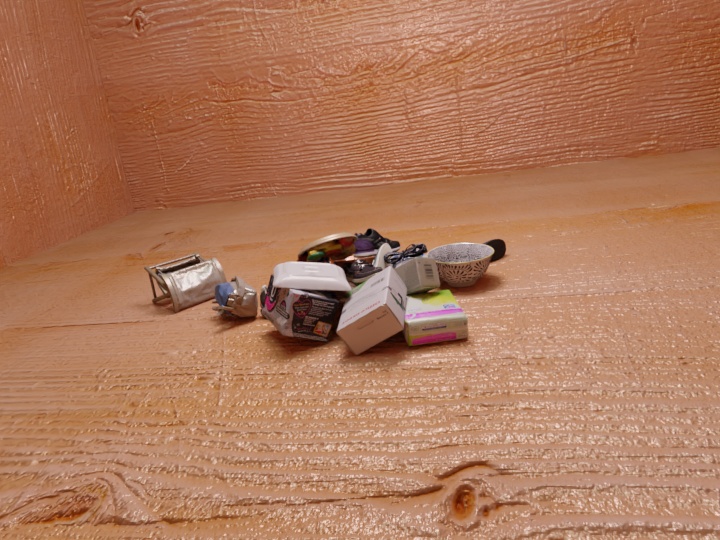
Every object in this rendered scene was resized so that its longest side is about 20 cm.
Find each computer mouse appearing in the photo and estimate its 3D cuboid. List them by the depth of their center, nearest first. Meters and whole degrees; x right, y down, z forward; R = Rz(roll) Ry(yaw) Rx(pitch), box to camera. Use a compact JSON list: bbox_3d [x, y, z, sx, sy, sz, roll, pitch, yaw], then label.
[{"bbox_3d":[0.151,0.011,1.728,0.136,0.053,0.202,-16,43,4],"label":"computer mouse"}]

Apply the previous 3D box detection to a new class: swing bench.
[{"bbox_3d":[-0.583,0.033,1.954,0.197,0.132,0.198,-22,22,-39],"label":"swing bench"}]

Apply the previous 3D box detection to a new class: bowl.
[{"bbox_3d":[0.296,-0.009,1.724,0.197,0.096,0.201,-6,17,2],"label":"bowl"}]

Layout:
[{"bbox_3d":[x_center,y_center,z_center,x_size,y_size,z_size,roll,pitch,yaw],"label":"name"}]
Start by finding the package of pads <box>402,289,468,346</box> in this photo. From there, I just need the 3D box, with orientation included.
[{"bbox_3d":[0.169,0.115,1.439,0.152,0.069,0.200,-7,16,-2],"label":"package of pads"}]

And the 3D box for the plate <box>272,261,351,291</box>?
[{"bbox_3d":[-0.129,0.010,1.521,0.196,0.033,0.200,4,13,-9],"label":"plate"}]

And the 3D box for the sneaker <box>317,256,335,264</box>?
[{"bbox_3d":[-0.136,0.045,1.733,0.199,0.078,0.076,-36,34,27],"label":"sneaker"}]

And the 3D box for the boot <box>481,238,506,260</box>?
[{"bbox_3d":[0.373,-0.064,1.922,0.198,0.071,0.131,-13,12,-29],"label":"boot"}]

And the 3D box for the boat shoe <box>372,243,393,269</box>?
[{"bbox_3d":[0.051,-0.006,1.799,0.061,0.073,0.202,-17,38,33],"label":"boat shoe"}]

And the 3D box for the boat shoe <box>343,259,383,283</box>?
[{"bbox_3d":[0.000,0.000,1.708,0.071,0.066,0.199,-16,5,-27],"label":"boat shoe"}]

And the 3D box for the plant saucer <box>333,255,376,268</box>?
[{"bbox_3d":[-0.029,-0.027,1.927,0.197,0.033,0.200,-7,5,1],"label":"plant saucer"}]

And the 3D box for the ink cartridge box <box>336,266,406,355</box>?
[{"bbox_3d":[0.032,0.095,1.417,0.145,0.085,0.201,-32,19,20],"label":"ink cartridge box"}]

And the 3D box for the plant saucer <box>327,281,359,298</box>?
[{"bbox_3d":[-0.037,0.052,1.623,0.198,0.037,0.200,22,1,0],"label":"plant saucer"}]

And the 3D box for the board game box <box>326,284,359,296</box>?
[{"bbox_3d":[-0.119,0.040,1.871,0.134,0.035,0.198,-22,22,-38],"label":"board game box"}]

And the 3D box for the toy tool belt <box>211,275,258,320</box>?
[{"bbox_3d":[-0.390,0.081,1.725,0.121,0.127,0.199,-8,14,-31],"label":"toy tool belt"}]

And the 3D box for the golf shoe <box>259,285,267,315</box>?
[{"bbox_3d":[-0.201,0.087,1.673,0.197,0.090,0.077,-2,16,14],"label":"golf shoe"}]

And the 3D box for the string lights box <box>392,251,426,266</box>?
[{"bbox_3d":[0.162,-0.011,1.856,0.198,0.060,0.102,7,25,42],"label":"string lights box"}]

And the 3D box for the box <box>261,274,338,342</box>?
[{"bbox_3d":[-0.162,0.094,1.509,0.130,0.117,0.199,13,6,-28],"label":"box"}]

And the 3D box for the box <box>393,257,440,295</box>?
[{"bbox_3d":[0.122,0.032,1.555,0.068,0.084,0.199,-1,-15,-32],"label":"box"}]

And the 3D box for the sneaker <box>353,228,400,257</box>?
[{"bbox_3d":[0.058,-0.097,1.913,0.198,0.089,0.075,-11,6,-44],"label":"sneaker"}]

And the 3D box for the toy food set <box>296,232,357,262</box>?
[{"bbox_3d":[-0.100,-0.060,1.759,0.195,0.049,0.200,-16,-9,-15],"label":"toy food set"}]
